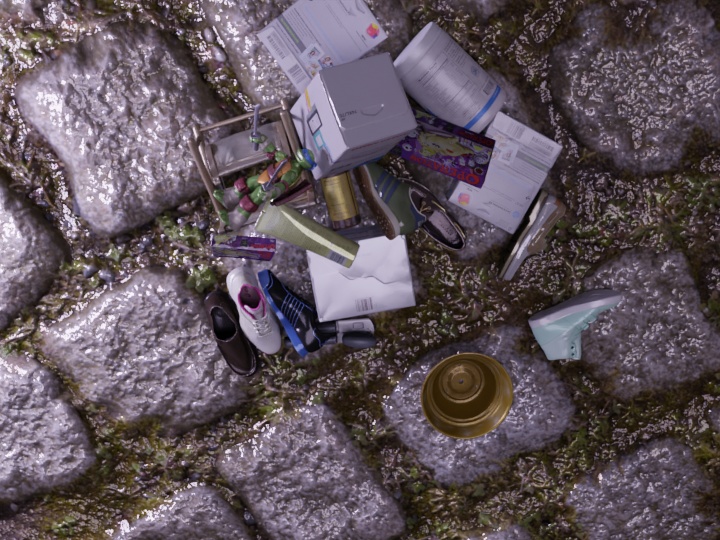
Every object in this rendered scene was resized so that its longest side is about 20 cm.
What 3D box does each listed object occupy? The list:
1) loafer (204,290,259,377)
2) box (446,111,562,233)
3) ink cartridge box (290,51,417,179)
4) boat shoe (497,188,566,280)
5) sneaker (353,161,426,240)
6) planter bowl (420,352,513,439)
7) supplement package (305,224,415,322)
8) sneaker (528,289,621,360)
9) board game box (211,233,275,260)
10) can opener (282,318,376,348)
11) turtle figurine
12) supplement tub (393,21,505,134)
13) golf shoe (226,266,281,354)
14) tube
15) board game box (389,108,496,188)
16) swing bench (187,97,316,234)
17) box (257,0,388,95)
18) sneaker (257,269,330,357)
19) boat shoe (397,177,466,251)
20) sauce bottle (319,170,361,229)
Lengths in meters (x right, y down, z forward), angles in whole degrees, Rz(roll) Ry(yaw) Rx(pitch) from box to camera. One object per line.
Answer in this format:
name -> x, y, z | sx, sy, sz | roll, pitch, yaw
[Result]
loafer -> -0.276, 0.143, 1.728 | 0.072, 0.071, 0.201 | -24, 107, 5
box -> 0.288, -0.198, 1.659 | 0.155, 0.041, 0.201 | 25, 103, -9
ink cartridge box -> -0.017, -0.277, 1.506 | 0.145, 0.200, 0.147 | -20, 88, -22
boat shoe -> 0.351, -0.062, 1.694 | 0.068, 0.075, 0.201 | 26, 103, -5
sneaker -> 0.059, -0.153, 1.624 | 0.089, 0.201, 0.067 | -17, 153, -18
planter bowl -> 0.223, 0.254, 1.780 | 0.198, 0.084, 0.203 | -1, 107, -3
supplement package -> 0.000, 0.000, 1.676 | 0.198, 0.111, 0.158 | -10, 107, 1
sneaker -> 0.470, 0.120, 1.754 | 0.199, 0.074, 0.119 | -22, 101, 14
board game box -> -0.227, -0.044, 1.599 | 0.119, 0.200, 0.033 | 1, 86, -8
can opener -> -0.066, 0.134, 1.743 | 0.197, 0.067, 0.053 | -3, 108, 3
turtle figurine -> -0.189, -0.176, 1.468 | 0.193, 0.200, 0.145 | -38, 77, 15
supplement tub -> 0.165, -0.354, 1.565 | 0.200, 0.132, 0.132 | 40, 101, -12
golf shoe -> -0.213, 0.093, 1.680 | 0.075, 0.092, 0.201 | -27, 113, -8
tube -> -0.098, -0.070, 1.572 | 0.198, 0.052, 0.058 | 25, 67, -7
board game box -> 0.154, -0.237, 1.586 | 0.198, 0.120, 0.032 | 23, 63, 11
swing bench -> -0.206, -0.200, 1.600 | 0.197, 0.130, 0.202 | -16, 113, 2
box -> -0.072, -0.447, 1.572 | 0.199, 0.041, 0.156 | -36, 106, 9
sneaker -> -0.136, 0.076, 1.703 | 0.077, 0.070, 0.201 | -30, 89, 0
boat shoe -> 0.138, -0.112, 1.675 | 0.200, 0.060, 0.072 | 41, 102, -14
sauce bottle -> -0.050, -0.184, 1.643 | 0.064, 0.065, 0.202 | -13, 106, 1
